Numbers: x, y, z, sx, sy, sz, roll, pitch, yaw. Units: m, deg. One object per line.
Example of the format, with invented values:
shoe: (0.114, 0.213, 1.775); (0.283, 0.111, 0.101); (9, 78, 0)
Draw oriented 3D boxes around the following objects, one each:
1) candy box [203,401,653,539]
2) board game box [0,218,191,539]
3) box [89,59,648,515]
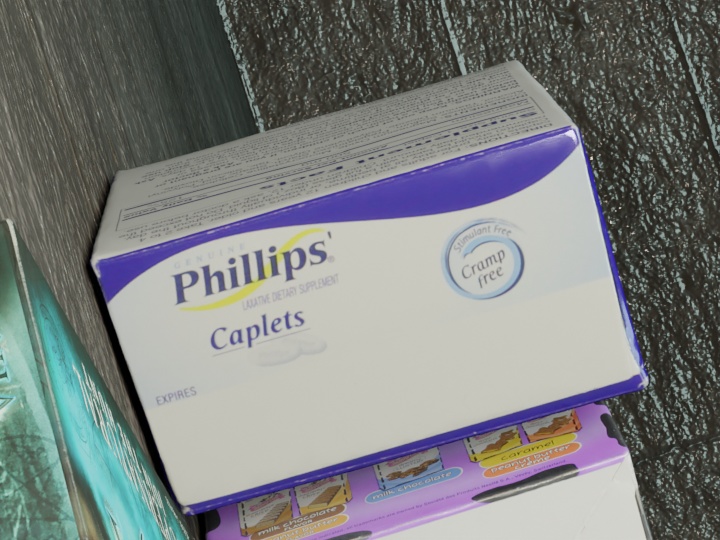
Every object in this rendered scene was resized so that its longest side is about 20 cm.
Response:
candy box: (0.022, 0.090, 1.043); (0.200, 0.167, 0.072); (-105, 177, -70)
board game box: (-0.056, 0.091, 0.609); (0.200, 0.028, 0.136); (71, 1, -64)
box: (0.000, 0.000, 0.993); (0.200, 0.183, 0.105); (-102, 176, -78)
